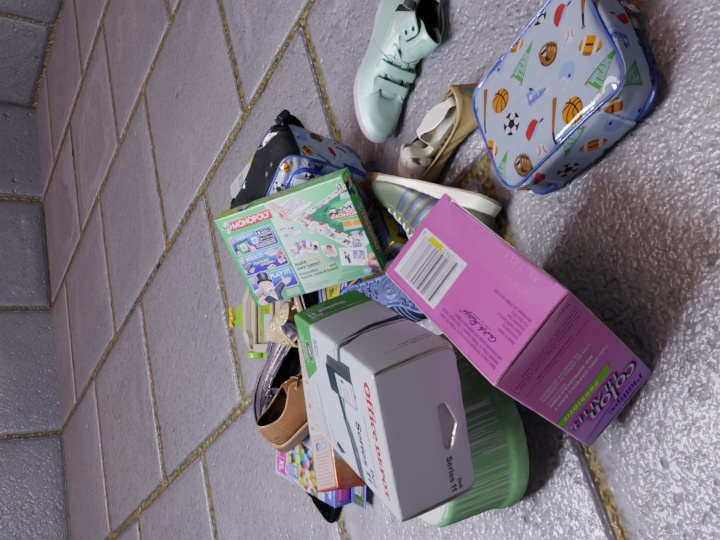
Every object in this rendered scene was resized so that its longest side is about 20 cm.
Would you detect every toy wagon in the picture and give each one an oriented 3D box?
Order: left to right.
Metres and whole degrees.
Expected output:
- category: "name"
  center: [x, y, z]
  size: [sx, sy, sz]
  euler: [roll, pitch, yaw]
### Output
- category: "toy wagon"
  center: [-0.185, 0.081, 1.336]
  size: [0.198, 0.039, 0.161]
  euler: [-8, 81, 56]

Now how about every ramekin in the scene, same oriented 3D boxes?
- category: "ramekin"
  center: [0.090, 0.180, 0.815]
  size: [0.201, 0.095, 0.205]
  euler: [51, 149, 46]

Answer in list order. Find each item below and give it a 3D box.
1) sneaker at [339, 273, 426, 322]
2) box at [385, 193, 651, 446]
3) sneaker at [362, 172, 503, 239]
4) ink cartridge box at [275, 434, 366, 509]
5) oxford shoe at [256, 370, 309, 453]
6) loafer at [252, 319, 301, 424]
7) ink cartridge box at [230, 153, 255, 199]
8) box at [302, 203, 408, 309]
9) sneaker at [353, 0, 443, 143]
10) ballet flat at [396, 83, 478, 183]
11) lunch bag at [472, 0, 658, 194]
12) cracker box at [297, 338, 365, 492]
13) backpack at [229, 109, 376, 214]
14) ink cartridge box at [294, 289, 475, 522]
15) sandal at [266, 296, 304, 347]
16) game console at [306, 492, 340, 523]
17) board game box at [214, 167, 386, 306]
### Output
- category: "sneaker"
  center: [0.064, 0.034, 0.954]
  size: [0.196, 0.077, 0.072]
  euler: [-12, 75, 33]
- category: "box"
  center: [0.148, 0.048, 0.689]
  size: [0.097, 0.198, 0.176]
  euler: [-51, 44, 7]
- category: "sneaker"
  center: [0.074, -0.060, 0.894]
  size: [0.196, 0.066, 0.093]
  euler: [17, 92, 36]
- category: "ink cartridge box"
  center: [-0.063, 0.275, 1.107]
  size: [0.197, 0.041, 0.123]
  euler: [8, 98, 49]
- category: "oxford shoe"
  center: [-0.074, 0.173, 1.075]
  size: [0.201, 0.071, 0.071]
  euler: [-50, 32, -6]
- category: "loafer"
  center: [-0.133, 0.184, 1.229]
  size: [0.062, 0.070, 0.206]
  euler: [24, 105, 49]
- category: "ink cartridge box"
  center: [-0.155, -0.143, 1.280]
  size: [0.199, 0.066, 0.119]
  euler: [-36, 59, 49]
- category: "box"
  center: [0.000, 0.000, 1.019]
  size: [0.200, 0.069, 0.066]
  euler: [-44, 51, 35]
- category: "sneaker"
  center: [0.052, -0.272, 0.971]
  size: [0.118, 0.072, 0.207]
  euler: [22, 104, 60]
- category: "ballet flat"
  center: [0.085, -0.162, 0.929]
  size: [0.201, 0.062, 0.070]
  euler: [-52, 50, 41]
- category: "lunch bag"
  center: [0.204, -0.189, 0.749]
  size: [0.200, 0.074, 0.164]
  euler: [-45, 51, 46]
- category: "cracker box"
  center: [-0.005, 0.182, 0.981]
  size: [0.057, 0.131, 0.206]
  euler: [-30, 64, 49]
- category: "backpack"
  center: [-0.067, -0.101, 1.044]
  size: [0.201, 0.187, 0.156]
  euler: [-53, 53, 34]
- category: "ink cartridge box"
  center: [0.017, 0.120, 0.705]
  size: [0.199, 0.081, 0.151]
  euler: [24, 128, 63]
- category: "sandal"
  center: [-0.105, 0.093, 1.092]
  size: [0.213, 0.068, 0.079]
  euler: [78, 174, -67]
- category: "game console"
  center: [-0.058, 0.262, 1.152]
  size: [0.176, 0.030, 0.205]
  euler: [42, 122, 42]
- category: "board game box"
  center: [-0.078, -0.038, 0.948]
  size: [0.195, 0.029, 0.137]
  euler: [-15, 112, 24]
